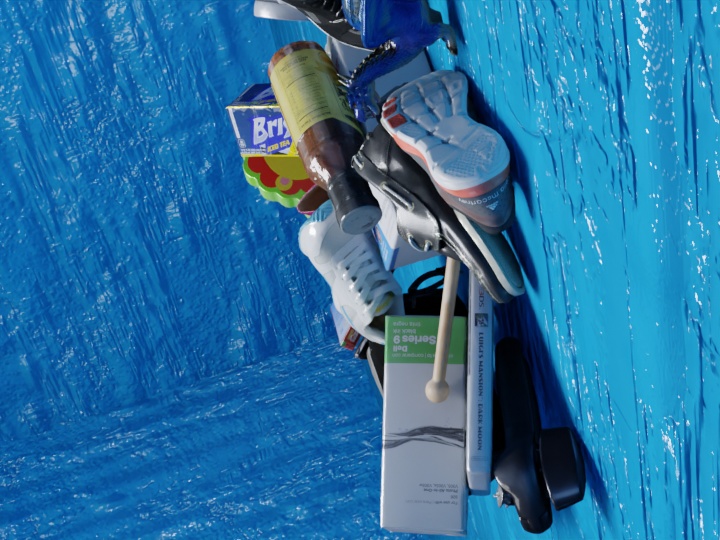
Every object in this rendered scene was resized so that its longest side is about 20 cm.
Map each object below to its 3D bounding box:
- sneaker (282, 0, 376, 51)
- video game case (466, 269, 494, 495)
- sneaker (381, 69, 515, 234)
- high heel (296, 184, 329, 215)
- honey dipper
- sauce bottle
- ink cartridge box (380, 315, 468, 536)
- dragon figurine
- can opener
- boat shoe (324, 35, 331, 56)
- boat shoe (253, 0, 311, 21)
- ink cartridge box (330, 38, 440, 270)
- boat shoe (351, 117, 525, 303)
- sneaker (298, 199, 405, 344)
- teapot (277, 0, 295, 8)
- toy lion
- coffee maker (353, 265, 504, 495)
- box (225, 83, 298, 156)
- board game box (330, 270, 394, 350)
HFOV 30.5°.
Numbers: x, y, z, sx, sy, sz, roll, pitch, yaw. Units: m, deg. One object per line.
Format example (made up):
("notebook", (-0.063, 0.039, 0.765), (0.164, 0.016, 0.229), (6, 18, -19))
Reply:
("sneaker", (-0.033, -0.238, 1.129), (0.076, 0.199, 0.088), (-59, 12, 19))
("video game case", (0.109, 0.102, 1.192), (0.200, 0.023, 0.184), (68, -157, -74))
("sneaker", (0.073, -0.091, 1.062), (0.201, 0.076, 0.082), (-109, -6, -56))
("high heel", (0.003, -0.106, 1.432), (0.068, 0.095, 0.200), (70, 153, 21))
("honey dipper", (0.079, 0.022, 1.187), (0.038, 0.038, 0.202), (-120, 34, -70))
("sauce bottle", (-0.030, -0.121, 1.212), (0.066, 0.065, 0.201), (79, 171, -60))
("ink cartridge box", (0.066, 0.155, 1.288), (0.146, 0.083, 0.202), (67, -156, -76))
("dragon figurine", (0.020, -0.210, 1.040), (0.059, 0.098, 0.202), (-113, 13, -51))
("can opener", (0.143, 0.139, 1.134), (0.201, 0.078, 0.064), (-97, -6, -53))
("boat shoe", (-0.018, -0.204, 1.437), (0.065, 0.074, 0.204), (-28, -51, -84))
("boat shoe", (-0.058, -0.308, 1.431), (0.200, 0.068, 0.057), (-37, -46, -61))
("ink cartridge box", (0.037, -0.121, 1.276), (0.145, 0.083, 0.202), (99, 154, -74))
("boat shoe", (0.066, -0.044, 1.112), (0.201, 0.068, 0.072), (52, -162, 23))
("sneaker", (0.000, 0.000, 1.342), (0.081, 0.076, 0.200), (42, 169, 36))
("teapot", (-0.058, -0.328, 1.287), (0.200, 0.145, 0.199), (89, 162, -73))
("toy lion", (-0.047, -0.133, 1.625), (0.069, 0.190, 0.202), (83, 168, -70))
("coffee maker", (0.081, 0.133, 1.437), (0.193, 0.133, 0.202), (82, 169, -63))
("box", (-0.053, -0.176, 1.537), (0.064, 0.198, 0.071), (-51, -45, -46))
("board game box", (0.022, -0.019, 1.480), (0.201, 0.019, 0.103), (-63, 18, 18))
